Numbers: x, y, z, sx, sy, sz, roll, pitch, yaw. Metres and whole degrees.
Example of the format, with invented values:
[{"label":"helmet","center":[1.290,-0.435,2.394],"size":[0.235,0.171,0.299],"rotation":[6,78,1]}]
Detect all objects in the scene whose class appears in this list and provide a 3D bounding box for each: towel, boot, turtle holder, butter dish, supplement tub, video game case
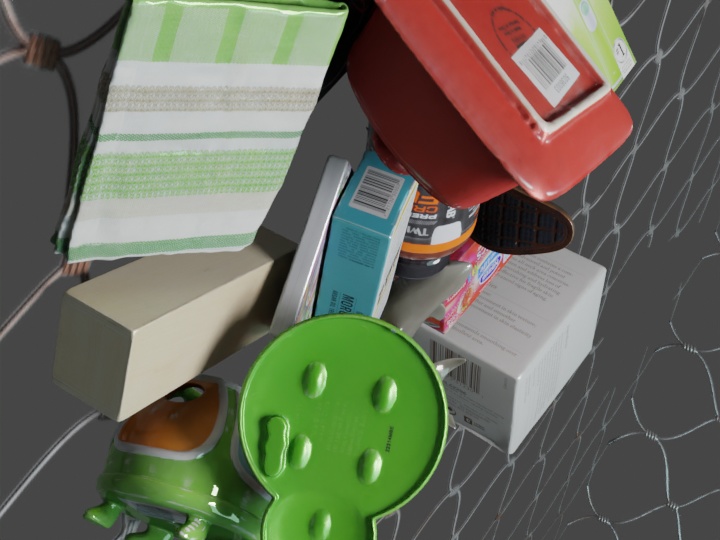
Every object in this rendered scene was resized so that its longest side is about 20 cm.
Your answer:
[{"label":"towel","center":[-0.103,-0.088,0.679],"size":[0.149,0.031,0.200],"rotation":[-6,137,-37]},{"label":"boot","center":[0.124,-0.072,1.041],"size":[0.097,0.200,0.075],"rotation":[-36,134,-50]},{"label":"turtle holder","center":[-0.119,0.165,0.877],"size":[0.185,0.141,0.132],"rotation":[33,62,-35]},{"label":"butter dish","center":[0.066,-0.122,0.768],"size":[0.148,0.200,0.200],"rotation":[-40,178,38]},{"label":"supplement tub","center":[0.055,-0.082,0.936],"size":[0.107,0.107,0.200],"rotation":[-44,154,-34]},{"label":"video game case","center":[-0.032,-0.013,0.907],"size":[0.200,0.018,0.143],"rotation":[32,76,-86]}]

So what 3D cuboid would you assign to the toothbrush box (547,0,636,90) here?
[{"label":"toothbrush box","center":[0.137,-0.214,0.937],"size":[0.146,0.086,0.200],"rotation":[-50,121,-28]}]

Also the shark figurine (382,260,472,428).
[{"label":"shark figurine","center":[0.044,0.079,1.074],"size":[0.215,0.128,0.090],"rotation":[86,5,-49]}]

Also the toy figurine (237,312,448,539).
[{"label":"toy figurine","center":[-0.018,0.133,0.857],"size":[0.184,0.150,0.200],"rotation":[113,-13,-88]}]

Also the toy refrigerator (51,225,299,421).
[{"label":"toy refrigerator","center":[-0.132,0.027,0.800],"size":[0.200,0.070,0.076],"rotation":[-32,143,-55]}]

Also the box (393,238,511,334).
[{"label":"box","center":[0.108,-0.045,1.153],"size":[0.200,0.095,0.100],"rotation":[-47,151,-27]}]

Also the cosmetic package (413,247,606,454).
[{"label":"cosmetic package","center":[0.170,0.074,1.313],"size":[0.200,0.167,0.166],"rotation":[-46,150,-29]}]

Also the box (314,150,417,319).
[{"label":"box","center":[0.000,0.000,0.907],"size":[0.200,0.049,0.082],"rotation":[103,9,-51]}]

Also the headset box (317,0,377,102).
[{"label":"headset box","center":[-0.033,-0.210,0.733],"size":[0.200,0.075,0.149],"rotation":[-50,154,-22]}]
